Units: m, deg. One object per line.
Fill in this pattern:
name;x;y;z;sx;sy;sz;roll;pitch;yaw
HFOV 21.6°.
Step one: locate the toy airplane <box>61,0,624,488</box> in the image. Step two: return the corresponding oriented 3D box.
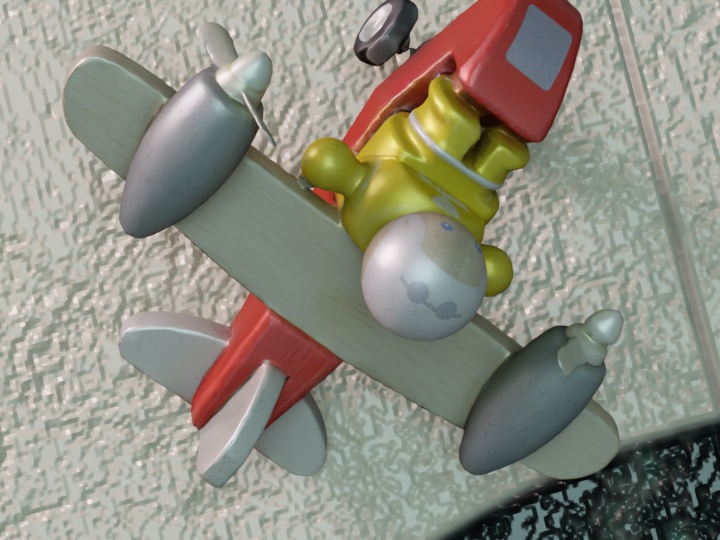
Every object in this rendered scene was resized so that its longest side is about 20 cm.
toy airplane;0.000;0.000;0.697;0.198;0.141;0.201;-10;106;-13
